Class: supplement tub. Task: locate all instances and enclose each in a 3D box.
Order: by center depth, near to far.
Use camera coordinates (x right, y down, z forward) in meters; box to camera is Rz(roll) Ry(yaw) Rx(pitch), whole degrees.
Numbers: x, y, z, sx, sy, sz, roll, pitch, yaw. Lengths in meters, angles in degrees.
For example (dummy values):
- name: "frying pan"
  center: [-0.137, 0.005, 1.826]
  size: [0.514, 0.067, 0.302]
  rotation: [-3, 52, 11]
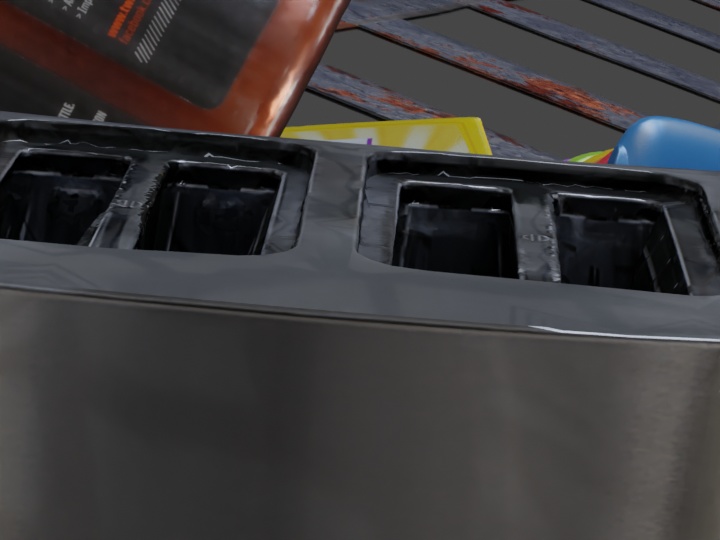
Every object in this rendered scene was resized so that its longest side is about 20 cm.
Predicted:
- name: "supplement tub"
  center: [-0.109, -0.095, 0.880]
  size: [0.200, 0.107, 0.107]
  rotation: [29, 13, -5]

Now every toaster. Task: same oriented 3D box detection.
- name: "toaster"
  center: [-0.013, 0.043, 0.576]
  size: [0.180, 0.119, 0.200]
  rotation: [4, 15, 1]

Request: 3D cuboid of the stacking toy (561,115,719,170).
- name: "stacking toy"
  center: [0.110, -0.015, 1.322]
  size: [0.110, 0.116, 0.200]
  rotation: [16, 3, -23]

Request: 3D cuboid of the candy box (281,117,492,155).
- name: "candy box"
  center: [0.000, 0.000, 0.911]
  size: [0.102, 0.026, 0.200]
  rotation: [-1, 24, -5]
